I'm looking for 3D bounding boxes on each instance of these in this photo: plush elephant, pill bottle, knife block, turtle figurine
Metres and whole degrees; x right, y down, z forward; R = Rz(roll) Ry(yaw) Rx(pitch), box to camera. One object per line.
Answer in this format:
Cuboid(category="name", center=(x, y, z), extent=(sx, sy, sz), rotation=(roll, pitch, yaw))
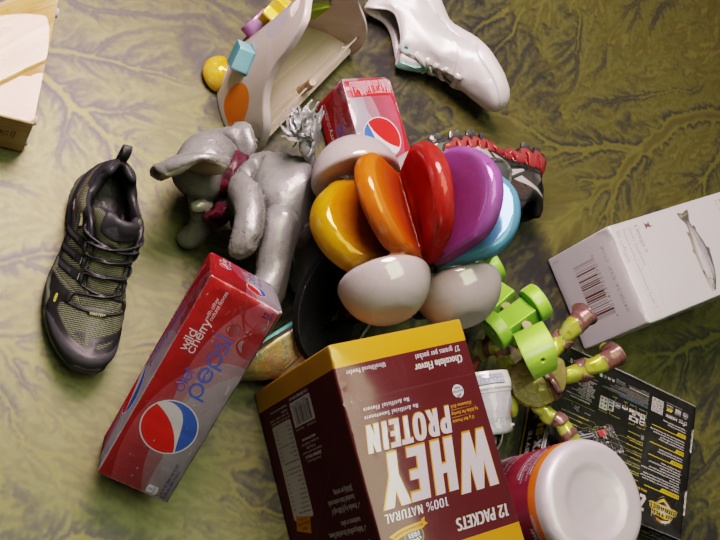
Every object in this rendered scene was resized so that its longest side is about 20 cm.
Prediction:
Cuboid(category="plush elephant", center=(-0.118, -0.069, 1.027), extent=(0.165, 0.153, 0.202), rotation=(-36, 134, -67))
Cuboid(category="pill bottle", center=(0.162, 0.232, 1.026), extent=(0.112, 0.200, 0.114), rotation=(9, 68, -24))
Cuboid(category="knife block", center=(-0.377, -0.183, 0.974), extent=(0.174, 0.064, 0.202), rotation=(14, 66, -23))
Cuboid(category="turtle figurine", center=(0.186, 0.101, 1.127), extent=(0.161, 0.065, 0.200), rotation=(-35, 68, -15))

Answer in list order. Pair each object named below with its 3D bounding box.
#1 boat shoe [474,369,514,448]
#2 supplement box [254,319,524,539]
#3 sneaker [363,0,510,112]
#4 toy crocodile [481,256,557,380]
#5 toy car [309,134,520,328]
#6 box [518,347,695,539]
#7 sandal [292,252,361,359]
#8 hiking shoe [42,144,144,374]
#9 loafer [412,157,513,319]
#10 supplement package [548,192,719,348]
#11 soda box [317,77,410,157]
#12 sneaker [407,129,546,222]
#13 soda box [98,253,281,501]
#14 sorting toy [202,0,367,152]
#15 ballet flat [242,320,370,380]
Cuboid(category="boat shoe", center=(0.105, 0.146, 1.036), extent=(0.069, 0.201, 0.072), rotation=(-5, 74, -5))
Cuboid(category="supplement box", center=(0.018, 0.175, 0.970), extent=(0.132, 0.197, 0.202), rotation=(-9, 77, -27))
Cuboid(category="sneaker", center=(0.084, -0.249, 1.248), extent=(0.088, 0.075, 0.200), rotation=(-40, 87, -20))
Cuboid(category="toy crocodile", center=(0.138, 0.034, 1.123), extent=(0.067, 0.062, 0.200), rotation=(-34, 45, -12))
Cuboid(category="toy car", center=(0.060, -0.051, 0.961), extent=(0.199, 0.150, 0.176), rotation=(6, 57, -38))
Cuboid(category="box", center=(0.273, 0.191, 1.190), extent=(0.199, 0.049, 0.161), rotation=(24, 65, -18))
Cuboid(category="sandal", center=(0.000, -0.001, 1.031), extent=(0.075, 0.048, 0.201), rotation=(47, 61, -28))
Cuboid(category="hiking shoe", center=(-0.236, -0.011, 0.964), extent=(0.075, 0.101, 0.202), rotation=(8, 68, -24))
Cuboid(category="loafer", center=(0.110, -0.035, 1.095), extent=(0.072, 0.063, 0.201), rotation=(39, 67, -17))
Cuboid(category="supplement package", center=(0.343, -0.002, 1.256), extent=(0.199, 0.117, 0.118), rotation=(-17, 79, -32))
Cuboid(category="soda box", center=(0.017, -0.100, 1.148), extent=(0.063, 0.070, 0.202), rotation=(-9, 77, -29))
Cuboid(category="sneaker", center=(0.135, -0.096, 1.197), extent=(0.199, 0.071, 0.099), rotation=(6, 72, -39))
Cuboid(category="soda box", center=(-0.147, 0.091, 0.923), extent=(0.070, 0.063, 0.201), rotation=(29, 101, -16))
Cuboid(category="sorting toy", center=(-0.060, -0.242, 1.095), extent=(0.107, 0.180, 0.200), rotation=(43, 58, -7))
Cuboid(category="ballet flat", center=(-0.040, 0.062, 1.060), extent=(0.200, 0.071, 0.071), rotation=(-38, 92, -36))
